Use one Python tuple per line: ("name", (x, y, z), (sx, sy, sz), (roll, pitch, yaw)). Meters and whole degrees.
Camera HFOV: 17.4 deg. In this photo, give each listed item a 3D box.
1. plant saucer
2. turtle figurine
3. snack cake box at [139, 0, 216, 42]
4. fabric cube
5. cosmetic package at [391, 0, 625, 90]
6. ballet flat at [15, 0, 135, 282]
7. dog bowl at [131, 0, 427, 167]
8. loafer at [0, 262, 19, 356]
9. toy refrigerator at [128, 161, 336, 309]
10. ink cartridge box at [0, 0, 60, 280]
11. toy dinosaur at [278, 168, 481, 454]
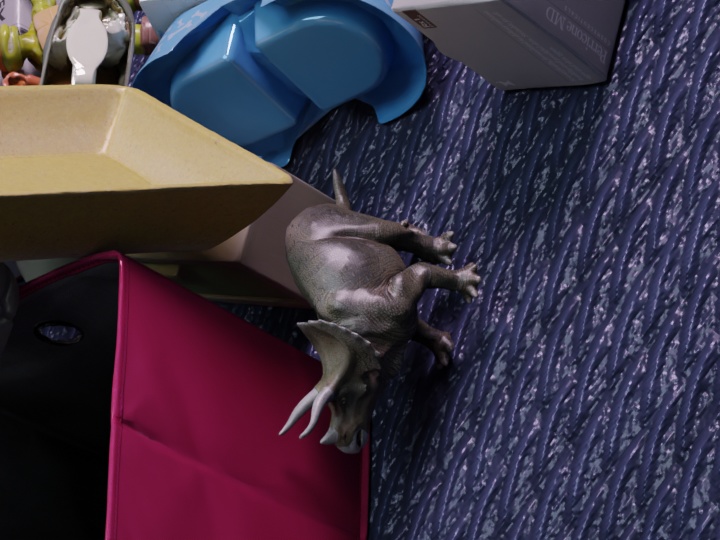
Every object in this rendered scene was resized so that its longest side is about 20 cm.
("plant saucer", (-0.168, -0.051, 1.263), (0.200, 0.199, 0.049), (31, 119, 51))
("turtle figurine", (-0.172, -0.148, 1.510), (0.160, 0.065, 0.201), (-14, 49, -5))
("snack cake box", (-0.070, -0.237, 1.474), (0.114, 0.067, 0.202), (-6, 58, 14))
("fabric cube", (-0.129, 0.137, 1.262), (0.195, 0.199, 0.202), (-23, 54, 36))
("cosmetic package", (0.099, -0.211, 1.298), (0.090, 0.106, 0.202), (-4, 67, 43))
("ballet flat", (-0.172, -0.083, 1.401), (0.064, 0.067, 0.202), (116, 161, -63))
("dog bowl", (-0.046, -0.125, 1.396), (0.199, 0.111, 0.050), (-22, 41, 35))
("loafer", (-0.240, 0.078, 1.204), (0.069, 0.070, 0.201), (5, 63, 40))
("toy refrigerator", (-0.107, -0.020, 1.418), (0.199, 0.076, 0.071), (4, 71, 45))
("ink cartridge box", (-0.249, -0.100, 1.595), (0.144, 0.083, 0.201), (-29, 50, 31))
("toy dinosaur", (0.000, 0.000, 1.274), (0.077, 0.101, 0.201), (120, 146, -43))
